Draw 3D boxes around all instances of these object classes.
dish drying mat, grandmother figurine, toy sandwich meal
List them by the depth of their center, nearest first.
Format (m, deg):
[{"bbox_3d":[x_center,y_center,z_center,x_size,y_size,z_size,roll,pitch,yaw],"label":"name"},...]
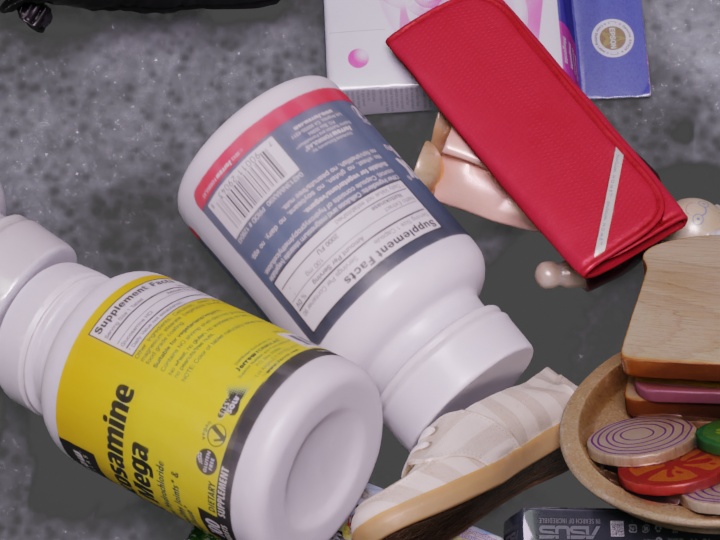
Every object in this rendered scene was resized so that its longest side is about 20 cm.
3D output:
[{"bbox_3d":[0.195,0.056,1.079,0.204,0.071,0.206,-10,29,6],"label":"toy sandwich meal"},{"bbox_3d":[0.099,-0.083,1.177,0.077,0.018,0.200,-30,62,-14],"label":"dish drying mat"},{"bbox_3d":[0.131,-0.038,1.197,0.199,0.061,0.122,16,65,9],"label":"grandmother figurine"}]

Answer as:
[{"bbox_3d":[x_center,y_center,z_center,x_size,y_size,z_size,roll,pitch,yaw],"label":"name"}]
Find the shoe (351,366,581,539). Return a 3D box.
[{"bbox_3d":[0.060,0.102,1.110,0.199,0.070,0.053,-20,67,-44],"label":"shoe"}]

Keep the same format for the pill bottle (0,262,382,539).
[{"bbox_3d":[-0.096,0.068,1.101,0.199,0.113,0.113,23,70,31],"label":"pill bottle"}]

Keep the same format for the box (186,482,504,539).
[{"bbox_3d":[-0.005,0.188,1.127,0.199,0.039,0.137,22,70,10],"label":"box"}]

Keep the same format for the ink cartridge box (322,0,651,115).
[{"bbox_3d":[0.074,-0.197,1.270,0.198,0.043,0.198,-4,69,2],"label":"ink cartridge box"}]

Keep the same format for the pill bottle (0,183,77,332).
[{"bbox_3d":[-0.267,-0.026,1.177,0.199,0.114,0.115,32,73,13],"label":"pill bottle"}]

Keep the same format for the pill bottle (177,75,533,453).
[{"bbox_3d":[0.000,0.000,1.156,0.119,0.120,0.200,-37,73,-11],"label":"pill bottle"}]

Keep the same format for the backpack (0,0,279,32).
[{"bbox_3d":[-0.128,-0.229,1.233,0.198,0.167,0.127,3,64,-4],"label":"backpack"}]

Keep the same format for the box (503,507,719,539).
[{"bbox_3d":[0.177,0.208,1.085,0.198,0.051,0.159,1,73,-8],"label":"box"}]
